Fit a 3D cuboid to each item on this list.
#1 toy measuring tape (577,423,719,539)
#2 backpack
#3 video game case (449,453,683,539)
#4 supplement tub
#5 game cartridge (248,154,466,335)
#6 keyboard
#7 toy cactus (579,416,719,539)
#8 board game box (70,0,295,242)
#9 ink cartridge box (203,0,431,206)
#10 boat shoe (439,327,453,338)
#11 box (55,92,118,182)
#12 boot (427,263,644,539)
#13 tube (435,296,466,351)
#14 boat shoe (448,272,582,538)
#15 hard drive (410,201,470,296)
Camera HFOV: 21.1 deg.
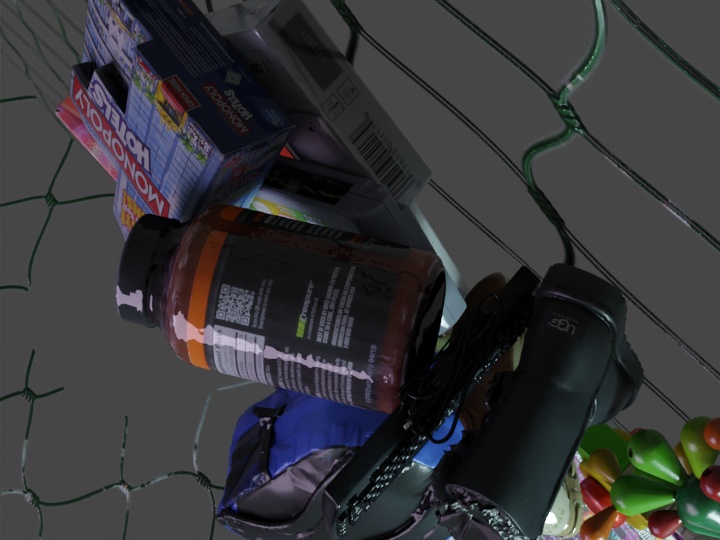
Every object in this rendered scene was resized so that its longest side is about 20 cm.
[{"bbox_3d":[0.214,0.171,1.356,0.200,0.074,0.074,43,171,29],"label":"toy measuring tape"},{"bbox_3d":[0.003,0.122,1.422,0.161,0.169,0.200,20,150,-22],"label":"backpack"},{"bbox_3d":[0.151,0.220,1.539,0.200,0.181,0.036,49,-162,-21],"label":"video game case"},{"bbox_3d":[-0.051,0.019,1.224,0.198,0.108,0.107,14,164,11],"label":"supplement tub"},{"bbox_3d":[-0.020,-0.018,1.333,0.199,0.041,0.134,18,152,48],"label":"game cartridge"},{"bbox_3d":[0.052,0.087,1.190,0.039,0.200,0.104,36,163,20],"label":"keyboard"},{"bbox_3d":[0.229,0.164,1.217,0.165,0.103,0.200,38,164,-8],"label":"toy cactus"},{"bbox_3d":[-0.138,-0.090,1.320,0.200,0.061,0.201,50,147,25],"label":"board game box"},{"bbox_3d":[-0.058,-0.106,1.337,0.163,0.057,0.199,51,152,-20],"label":"ink cartridge box"},{"bbox_3d":[0.000,0.000,1.454,0.200,0.070,0.071,37,166,42],"label":"boat shoe"},{"bbox_3d":[-0.155,-0.129,1.524,0.095,0.102,0.200,49,-173,-2],"label":"box"},{"bbox_3d":[0.108,0.105,1.201,0.076,0.169,0.200,24,164,17],"label":"boot"},{"bbox_3d":[0.090,0.051,1.517,0.058,0.052,0.200,2,-165,-32],"label":"tube"},{"bbox_3d":[0.107,0.094,1.330,0.062,0.073,0.202,21,-133,-31],"label":"boat shoe"},{"bbox_3d":[0.001,-0.067,1.465,0.132,0.026,0.200,39,168,45],"label":"hard drive"}]
